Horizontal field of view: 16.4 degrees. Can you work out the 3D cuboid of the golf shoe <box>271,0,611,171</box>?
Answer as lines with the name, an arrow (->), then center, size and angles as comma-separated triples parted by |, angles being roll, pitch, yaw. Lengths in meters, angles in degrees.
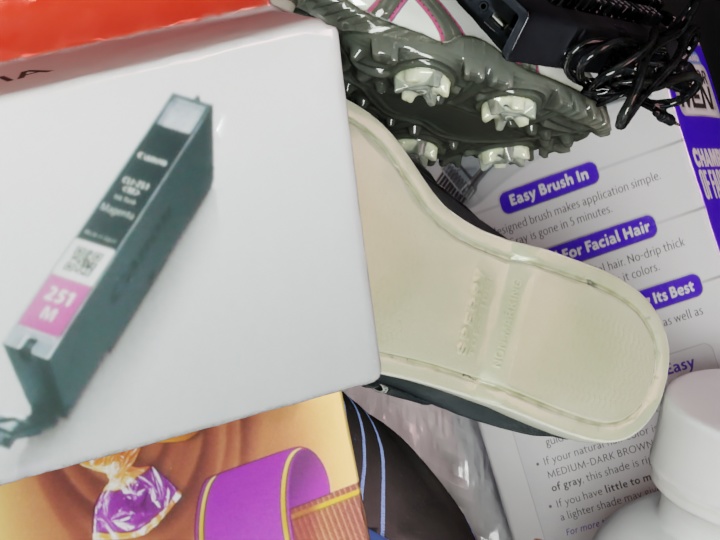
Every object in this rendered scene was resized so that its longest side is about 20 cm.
golf shoe -> -0.002, -0.089, 0.756 | 0.200, 0.077, 0.088 | 19, 67, -32

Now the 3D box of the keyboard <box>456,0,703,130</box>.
keyboard -> 0.072, -0.091, 0.777 | 0.104, 0.040, 0.200 | 49, 18, 12

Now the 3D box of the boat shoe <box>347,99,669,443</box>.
boat shoe -> 0.001, -0.002, 0.763 | 0.199, 0.066, 0.075 | 22, 77, -28

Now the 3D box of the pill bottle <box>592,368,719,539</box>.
pill bottle -> 0.121, 0.139, 0.810 | 0.113, 0.113, 0.201 | -17, 119, -57

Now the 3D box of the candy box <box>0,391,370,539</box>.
candy box -> -0.057, 0.086, 0.650 | 0.116, 0.056, 0.201 | -8, 80, -19

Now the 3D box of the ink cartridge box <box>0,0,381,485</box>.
ink cartridge box -> -0.101, -0.036, 0.575 | 0.199, 0.044, 0.174 | -14, 110, -20

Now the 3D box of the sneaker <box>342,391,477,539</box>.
sneaker -> -0.032, 0.058, 0.761 | 0.200, 0.070, 0.078 | 48, 13, -18

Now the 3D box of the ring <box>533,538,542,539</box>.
ring -> 0.040, 0.177, 0.723 | 0.200, 0.019, 0.201 | 10, 90, -85

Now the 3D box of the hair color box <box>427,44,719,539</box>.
hair color box -> 0.096, 0.026, 0.910 | 0.065, 0.109, 0.201 | -8, 80, -64

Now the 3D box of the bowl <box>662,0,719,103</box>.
bowl -> 0.133, -0.055, 1.078 | 0.200, 0.039, 0.201 | 31, 48, -43
